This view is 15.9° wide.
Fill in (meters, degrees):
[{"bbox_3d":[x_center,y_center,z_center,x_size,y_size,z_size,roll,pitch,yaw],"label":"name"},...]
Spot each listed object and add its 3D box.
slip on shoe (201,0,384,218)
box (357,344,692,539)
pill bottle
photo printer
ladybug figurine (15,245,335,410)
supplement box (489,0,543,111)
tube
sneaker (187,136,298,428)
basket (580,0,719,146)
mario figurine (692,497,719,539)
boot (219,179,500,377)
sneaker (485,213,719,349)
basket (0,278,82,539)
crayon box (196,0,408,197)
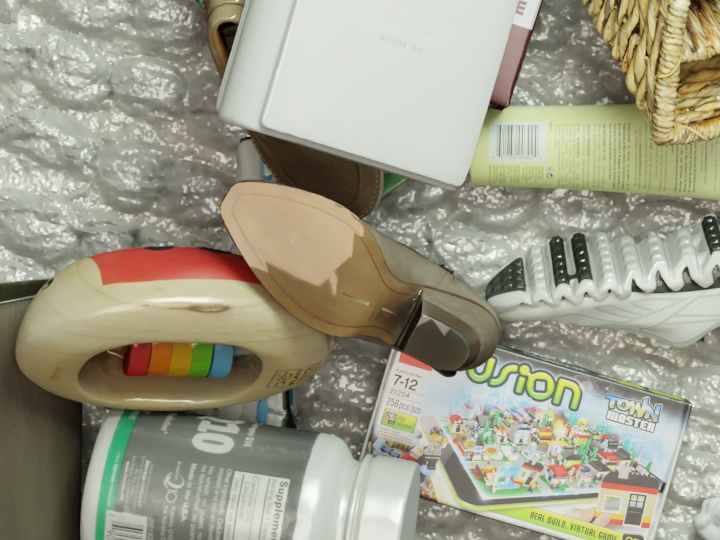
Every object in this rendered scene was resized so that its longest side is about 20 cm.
[{"bbox_3d":[-0.042,-0.100,1.575,0.076,0.061,0.201,-9,128,17],"label":"slip on shoe"},{"bbox_3d":[0.105,0.110,1.679,0.199,0.035,0.111,16,93,1],"label":"box"},{"bbox_3d":[-0.068,0.153,1.621,0.199,0.113,0.114,8,93,7],"label":"pill bottle"},{"bbox_3d":[0.015,-0.162,1.510,0.166,0.069,0.201,16,91,-34],"label":"photo printer"},{"bbox_3d":[-0.113,0.033,1.579,0.199,0.136,0.072,4,59,-19],"label":"ladybug figurine"},{"bbox_3d":[0.014,-0.182,1.605,0.199,0.061,0.109,18,93,-1],"label":"supplement box"},{"bbox_3d":[0.169,-0.077,1.643,0.199,0.058,0.052,1,65,8],"label":"tube"},{"bbox_3d":[-0.086,0.013,1.664,0.086,0.075,0.201,1,93,8],"label":"sneaker"},{"bbox_3d":[0.247,-0.184,1.546,0.199,0.143,0.149,-13,66,-32],"label":"basket"},{"bbox_3d":[0.224,0.210,1.634,0.200,0.123,0.106,-46,77,15],"label":"mario figurine"},{"bbox_3d":[0.000,0.000,1.593,0.200,0.146,0.070,38,99,-7],"label":"boot"},{"bbox_3d":[0.180,0.017,1.657,0.199,0.075,0.081,-7,120,10],"label":"sneaker"},{"bbox_3d":[-0.248,0.116,1.646,0.179,0.136,0.201,-8,96,7],"label":"basket"},{"bbox_3d":[-0.013,-0.149,1.663,0.127,0.051,0.200,-35,92,3],"label":"crayon box"}]
